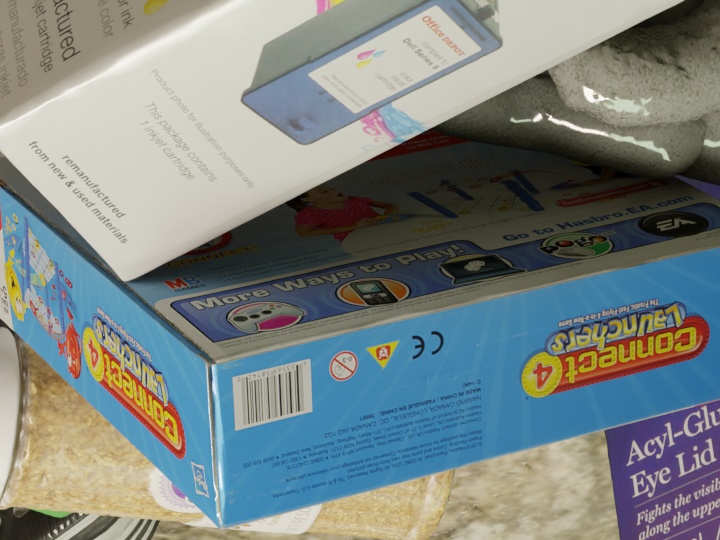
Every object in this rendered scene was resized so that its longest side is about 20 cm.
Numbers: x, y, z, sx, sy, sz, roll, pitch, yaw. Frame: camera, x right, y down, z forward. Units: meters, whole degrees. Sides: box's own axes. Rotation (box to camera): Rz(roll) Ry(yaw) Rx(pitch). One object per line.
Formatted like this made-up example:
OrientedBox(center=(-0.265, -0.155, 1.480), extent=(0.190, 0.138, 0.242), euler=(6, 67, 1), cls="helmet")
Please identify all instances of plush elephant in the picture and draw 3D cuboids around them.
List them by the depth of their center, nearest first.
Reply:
OrientedBox(center=(0.127, -0.108, 0.892), extent=(0.200, 0.155, 0.165), euler=(19, -161, 20), cls="plush elephant")

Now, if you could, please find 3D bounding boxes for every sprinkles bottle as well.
OrientedBox(center=(-0.066, 0.062, 1.034), extent=(0.199, 0.068, 0.068), euler=(6, 146, -20), cls="sprinkles bottle")

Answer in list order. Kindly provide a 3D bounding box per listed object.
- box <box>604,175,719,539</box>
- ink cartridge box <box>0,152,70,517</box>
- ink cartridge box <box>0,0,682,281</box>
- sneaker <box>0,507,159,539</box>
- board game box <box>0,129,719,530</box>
OrientedBox(center=(0.176, 0.032, 1.059), extent=(0.148, 0.200, 0.104), euler=(-29, 141, 31), cls="box")
OrientedBox(center=(-0.114, 0.008, 1.083), extent=(0.146, 0.084, 0.200), euler=(23, 138, -38), cls="ink cartridge box")
OrientedBox(center=(-0.016, -0.111, 0.820), extent=(0.200, 0.146, 0.088), euler=(-25, 138, 13), cls="ink cartridge box")
OrientedBox(center=(-0.171, 0.150, 1.269), extent=(0.200, 0.076, 0.115), euler=(-34, 150, -2), cls="sneaker")
OrientedBox(center=(0.000, 0.000, 0.907), extent=(0.199, 0.196, 0.056), euler=(-12, 114, -24), cls="board game box")
